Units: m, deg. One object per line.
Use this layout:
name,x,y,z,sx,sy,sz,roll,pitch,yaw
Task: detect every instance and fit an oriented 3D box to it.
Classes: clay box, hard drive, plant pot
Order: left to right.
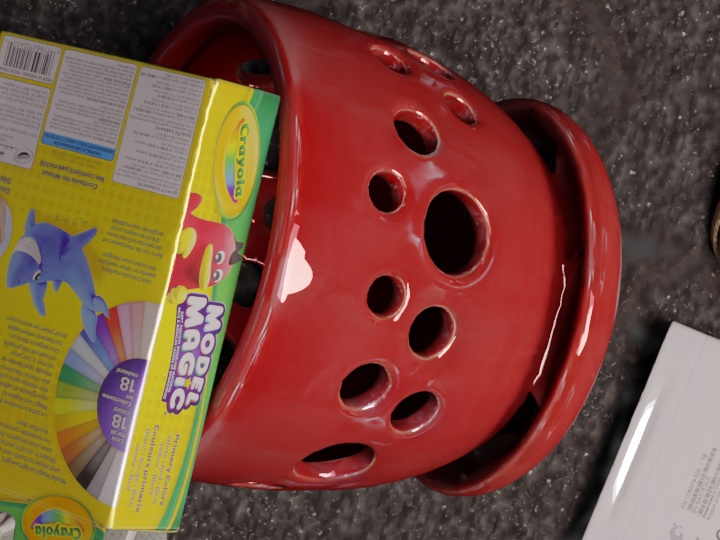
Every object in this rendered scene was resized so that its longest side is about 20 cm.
clay box,-0.109,0.016,0.929,0.048,0.115,0.201,9,96,-55
plant pot,0.000,0.000,1.016,0.182,0.200,0.201,13,92,-26
hard drive,0.218,0.124,1.153,0.199,0.027,0.132,23,91,14

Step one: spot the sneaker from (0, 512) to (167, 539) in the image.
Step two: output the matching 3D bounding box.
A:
sneaker,-0.181,0.124,0.997,0.200,0.080,0.071,2,84,-41

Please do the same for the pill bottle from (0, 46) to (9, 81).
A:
pill bottle,-0.221,-0.017,0.967,0.109,0.109,0.200,33,84,-23

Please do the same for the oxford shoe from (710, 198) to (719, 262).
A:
oxford shoe,0.233,-0.051,1.123,0.071,0.074,0.200,28,129,-14
